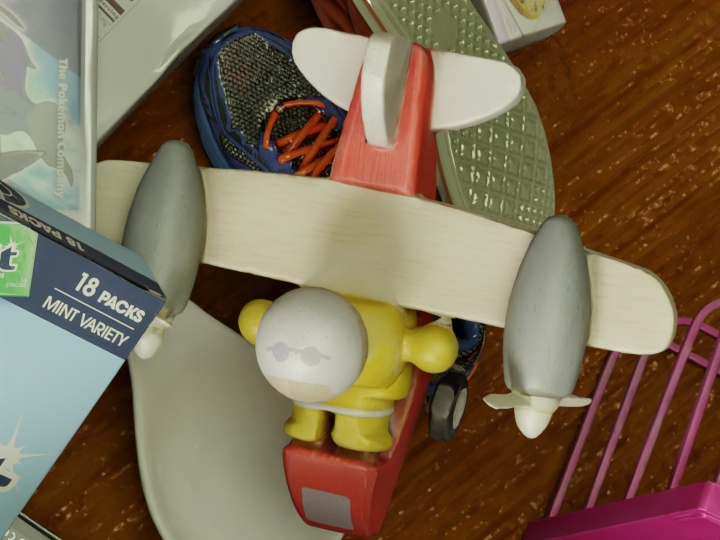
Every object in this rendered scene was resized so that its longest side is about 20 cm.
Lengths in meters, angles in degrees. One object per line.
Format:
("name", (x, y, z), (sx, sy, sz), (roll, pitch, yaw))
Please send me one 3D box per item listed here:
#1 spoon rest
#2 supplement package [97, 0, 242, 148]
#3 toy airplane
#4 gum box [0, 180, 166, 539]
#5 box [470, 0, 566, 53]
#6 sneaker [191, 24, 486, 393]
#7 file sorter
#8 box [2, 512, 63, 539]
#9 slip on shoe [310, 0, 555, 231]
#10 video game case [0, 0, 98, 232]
("spoon rest", (-0.079, 0.052, 0.955), (0.099, 0.061, 0.201), (-38, 92, -18))
("supplement package", (-0.132, -0.115, 0.937), (0.110, 0.114, 0.200), (44, 72, -7))
("toy airplane", (0.000, 0.000, 0.864), (0.200, 0.199, 0.141), (53, 28, -6))
("gum box", (-0.199, 0.047, 0.812), (0.169, 0.045, 0.201), (29, 102, -31))
("box", (0.043, -0.202, 1.039), (0.041, 0.039, 0.202), (-19, 87, -18))
("sneaker", (-0.002, -0.032, 0.980), (0.075, 0.078, 0.200), (-40, 94, -18))
("file sorter", (0.186, 0.087, 0.953), (0.138, 0.200, 0.126), (26, 73, -10))
("box", (-0.162, 0.192, 0.918), (0.199, 0.044, 0.161), (35, 75, -8))
("slip on shoe", (0.032, -0.082, 1.011), (0.074, 0.061, 0.201), (-40, 107, -37))
("video game case", (-0.190, -0.098, 0.830), (0.181, 0.023, 0.202), (1, 89, -24))
